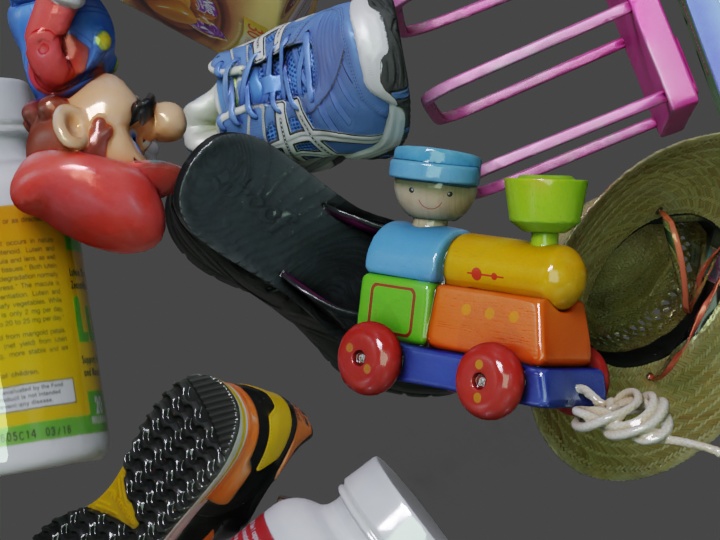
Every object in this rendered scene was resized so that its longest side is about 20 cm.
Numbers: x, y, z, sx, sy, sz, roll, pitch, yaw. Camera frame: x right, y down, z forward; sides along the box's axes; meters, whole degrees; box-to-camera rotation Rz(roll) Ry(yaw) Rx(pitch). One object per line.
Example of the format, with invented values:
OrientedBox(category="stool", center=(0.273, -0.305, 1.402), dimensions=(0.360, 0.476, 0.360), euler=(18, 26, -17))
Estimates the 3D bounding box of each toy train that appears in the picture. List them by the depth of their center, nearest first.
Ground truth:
OrientedBox(category="toy train", center=(0.084, 0.009, 0.914), dimensions=(0.199, 0.084, 0.117), euler=(8, 94, 40))

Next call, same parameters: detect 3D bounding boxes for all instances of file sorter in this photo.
OrientedBox(category="file sorter", center=(0.074, -0.149, 1.042), dimensions=(0.125, 0.139, 0.201), euler=(-21, 86, 5))

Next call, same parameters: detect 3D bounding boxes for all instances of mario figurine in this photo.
OrientedBox(category="mario figurine", center=(-0.129, -0.106, 1.026), dimensions=(0.105, 0.123, 0.202), euler=(-24, 78, 28))

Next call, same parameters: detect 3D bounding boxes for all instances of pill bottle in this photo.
OrientedBox(category="pill bottle", center=(-0.043, 0.189, 1.030), dimensions=(0.200, 0.112, 0.113), euler=(-39, 86, 2))
OrientedBox(category="pill bottle", center=(-0.198, 0.007, 1.065), dimensions=(0.110, 0.111, 0.202), euler=(-9, 87, 2))

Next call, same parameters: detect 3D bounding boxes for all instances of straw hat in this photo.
OrientedBox(category="straw hat", center=(0.141, 0.004, 1.057), dimensions=(0.202, 0.201, 0.085), euler=(-54, 42, -1))

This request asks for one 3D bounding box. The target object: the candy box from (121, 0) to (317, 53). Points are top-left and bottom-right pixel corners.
OrientedBox(category="candy box", center=(-0.076, -0.181, 1.023), dimensions=(0.116, 0.200, 0.057), euler=(29, 73, 4))

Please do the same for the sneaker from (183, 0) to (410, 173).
OrientedBox(category="sneaker", center=(-0.031, -0.084, 1.013), dimensions=(0.076, 0.200, 0.076), euler=(-6, 80, -21))

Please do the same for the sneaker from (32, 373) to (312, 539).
OrientedBox(category="sneaker", center=(-0.101, 0.138, 1.076), dimensions=(0.200, 0.090, 0.070), euler=(-49, 55, 22))

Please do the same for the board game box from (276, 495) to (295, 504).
OrientedBox(category="board game box", center=(0.037, 0.197, 1.091), dimensions=(0.198, 0.019, 0.104), euler=(16, 87, 3))

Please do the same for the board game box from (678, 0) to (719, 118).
OrientedBox(category="board game box", center=(0.242, -0.144, 1.094), dimensions=(0.134, 0.029, 0.202), euler=(-20, 86, 1))

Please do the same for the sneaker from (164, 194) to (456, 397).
OrientedBox(category="sneaker", center=(-0.019, 0.007, 1.068), dimensions=(0.199, 0.091, 0.076), euler=(27, 87, 3))

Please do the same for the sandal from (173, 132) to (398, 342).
OrientedBox(category="sandal", center=(-0.001, 0.001, 1.009), dimensions=(0.199, 0.048, 0.076), euler=(26, 88, -20))
